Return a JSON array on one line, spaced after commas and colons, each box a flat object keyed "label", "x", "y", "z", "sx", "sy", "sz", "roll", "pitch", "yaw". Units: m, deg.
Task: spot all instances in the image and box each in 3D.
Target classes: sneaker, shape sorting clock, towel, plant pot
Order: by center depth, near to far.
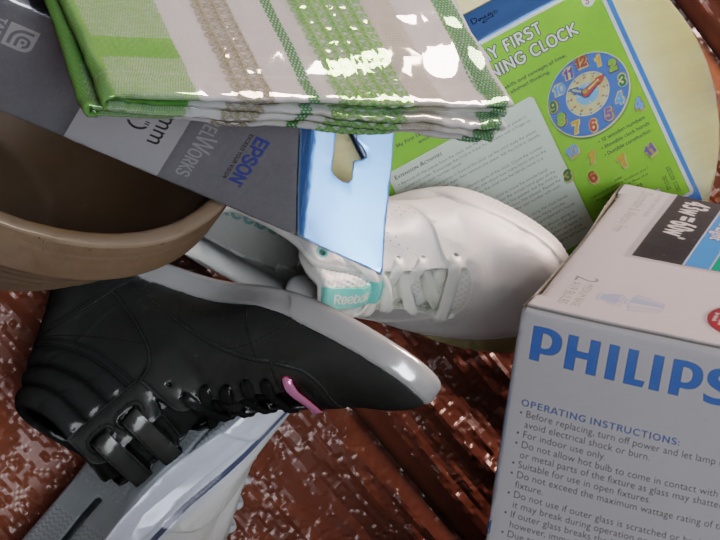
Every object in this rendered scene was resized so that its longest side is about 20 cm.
[{"label": "towel", "x": -0.047, "y": -0.112, "z": 1.156, "sx": 0.200, "sy": 0.149, "sz": 0.031, "roll": 0, "pitch": 139, "yaw": -35}, {"label": "plant pot", "x": -0.157, "y": -0.059, "z": 1.212, "sx": 0.201, "sy": 0.201, "sz": 0.093, "roll": 20, "pitch": 132, "yaw": -20}, {"label": "sneaker", "x": -0.064, "y": 0.057, "z": 1.232, "sx": 0.099, "sy": 0.200, "sz": 0.071, "roll": -66, "pitch": 150, "yaw": -18}, {"label": "sneaker", "x": 0.000, "y": 0.000, "z": 1.276, "sx": 0.200, "sy": 0.089, "sz": 0.075, "roll": 14, "pitch": 113, "yaw": -7}, {"label": "sneaker", "x": -0.083, "y": 0.100, "z": 1.302, "sx": 0.200, "sy": 0.073, "sz": 0.071, "roll": -46, "pitch": 133, "yaw": -7}, {"label": "shape sorting clock", "x": 0.072, "y": -0.059, "z": 1.337, "sx": 0.200, "sy": 0.039, "sz": 0.200, "roll": -3, "pitch": 107, "yaw": -12}]

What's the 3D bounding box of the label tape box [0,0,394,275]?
[{"label": "label tape box", "x": -0.061, "y": -0.101, "z": 1.201, "sx": 0.200, "sy": 0.144, "sz": 0.063, "roll": 23, "pitch": 131, "yaw": -15}]

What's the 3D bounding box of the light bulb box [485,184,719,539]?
[{"label": "light bulb box", "x": 0.138, "y": 0.089, "z": 1.261, "sx": 0.125, "sy": 0.198, "sz": 0.200, "roll": 13, "pitch": 110, "yaw": 14}]
